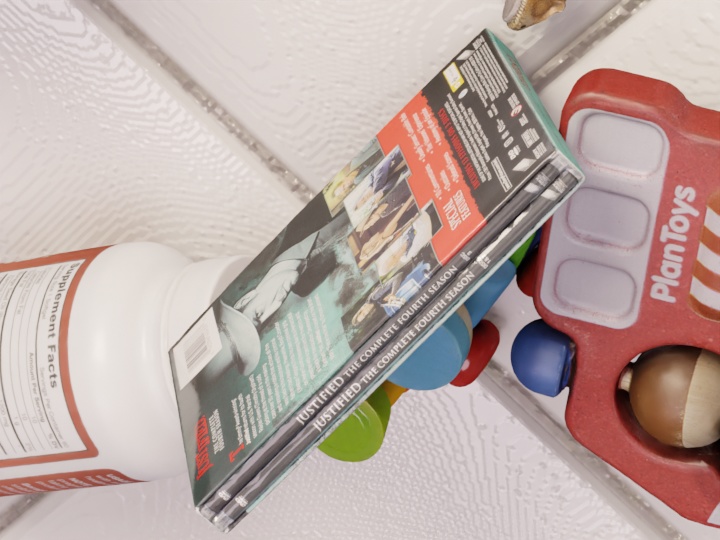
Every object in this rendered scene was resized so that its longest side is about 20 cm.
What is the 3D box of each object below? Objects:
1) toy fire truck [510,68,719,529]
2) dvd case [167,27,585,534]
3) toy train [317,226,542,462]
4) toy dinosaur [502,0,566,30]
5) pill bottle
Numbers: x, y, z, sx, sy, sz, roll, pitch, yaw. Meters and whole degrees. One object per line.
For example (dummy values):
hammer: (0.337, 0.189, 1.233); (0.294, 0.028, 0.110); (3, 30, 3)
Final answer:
toy fire truck: (0.149, 0.020, 1.041); (0.167, 0.112, 0.201); (16, 130, 10)
dvd case: (0.000, 0.000, 1.029); (0.200, 0.146, 0.022); (-44, 113, 10)
toy train: (0.007, 0.043, 1.129); (0.084, 0.116, 0.200); (35, 132, -3)
toy dinosaur: (0.066, -0.186, 0.978); (0.106, 0.061, 0.201); (4, 136, -8)
pill bottle: (-0.131, 0.047, 1.200); (0.199, 0.112, 0.113); (-8, 121, 30)
